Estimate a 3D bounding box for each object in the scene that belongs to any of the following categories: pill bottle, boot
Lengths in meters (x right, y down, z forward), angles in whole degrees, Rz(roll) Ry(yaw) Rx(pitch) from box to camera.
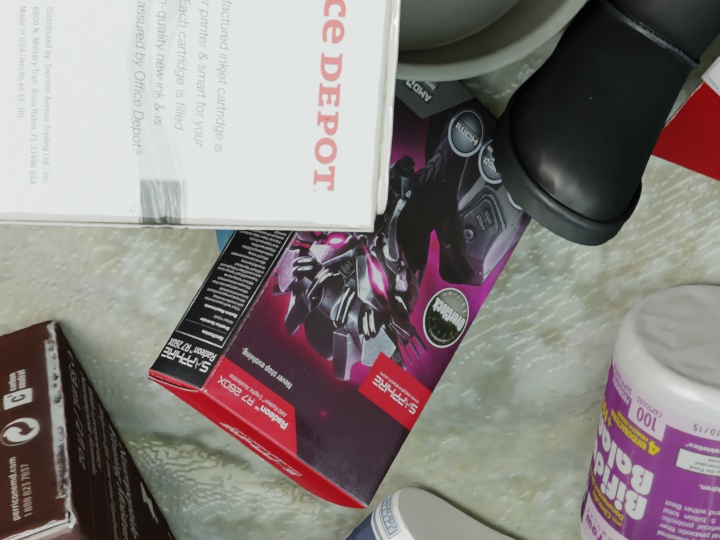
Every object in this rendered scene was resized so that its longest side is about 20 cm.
[{"bbox_3d":[0.182,0.117,1.117,0.112,0.112,0.200,-1,124,-11],"label":"pill bottle"},{"bbox_3d":[0.139,-0.118,0.898,0.073,0.198,0.163,34,125,-3],"label":"boot"},{"bbox_3d":[0.065,0.204,1.189,0.200,0.073,0.090,35,120,-22],"label":"boot"}]

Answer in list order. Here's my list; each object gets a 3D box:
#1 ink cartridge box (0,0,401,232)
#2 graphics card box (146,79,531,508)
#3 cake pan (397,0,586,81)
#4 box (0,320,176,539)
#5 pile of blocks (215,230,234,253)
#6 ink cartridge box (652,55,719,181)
[{"bbox_3d":[-0.090,-0.096,0.779,0.200,0.083,0.147,2,106,-9],"label":"ink cartridge box"},{"bbox_3d":[0.000,0.000,0.969,0.125,0.051,0.200,40,74,-36],"label":"graphics card box"},{"bbox_3d":[0.022,-0.181,0.865,0.200,0.037,0.200,-1,92,-22],"label":"cake pan"},{"bbox_3d":[-0.189,0.168,1.042,0.164,0.166,0.200,-21,126,3],"label":"box"},{"bbox_3d":[-0.026,0.013,1.031,0.082,0.062,0.200,-30,125,10],"label":"pile of blocks"},{"bbox_3d":[0.264,-0.076,0.973,0.200,0.084,0.176,14,124,-49],"label":"ink cartridge box"}]
